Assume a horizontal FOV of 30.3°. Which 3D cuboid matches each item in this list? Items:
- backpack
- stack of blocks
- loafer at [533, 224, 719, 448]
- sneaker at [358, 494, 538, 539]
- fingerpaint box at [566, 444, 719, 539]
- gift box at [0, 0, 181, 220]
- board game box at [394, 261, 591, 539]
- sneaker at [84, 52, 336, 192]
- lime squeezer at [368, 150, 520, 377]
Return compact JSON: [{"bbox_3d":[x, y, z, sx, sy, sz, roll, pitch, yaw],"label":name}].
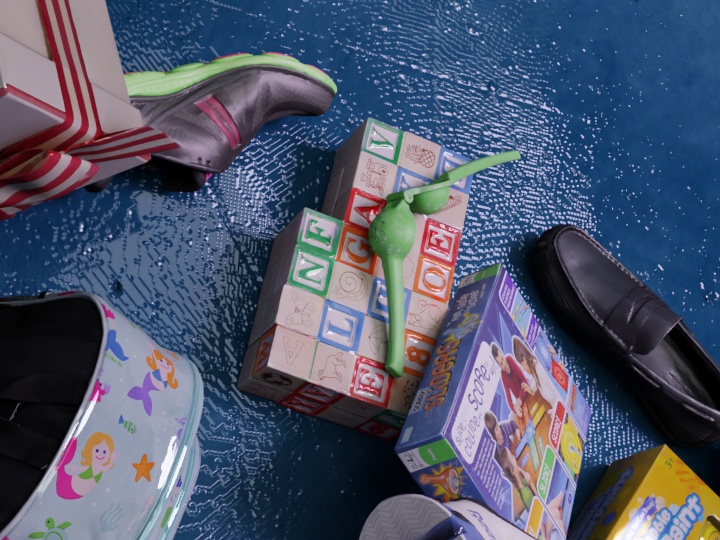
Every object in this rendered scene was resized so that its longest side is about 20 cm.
[{"bbox_3d":[-0.173,0.104,0.707,0.151,0.200,0.178,39,57,-31],"label":"backpack"},{"bbox_3d":[0.000,0.000,0.905,0.115,0.059,0.200,21,64,-17],"label":"stack of blocks"},{"bbox_3d":[0.208,0.043,0.979,0.068,0.070,0.201,-40,91,-31],"label":"loafer"},{"bbox_3d":[0.085,0.203,0.715,0.115,0.081,0.199,-5,67,-59],"label":"sneaker"},{"bbox_3d":[0.200,0.249,0.897,0.167,0.073,0.200,44,59,-5],"label":"fingerpaint box"},{"bbox_3d":[-0.225,-0.114,0.751,0.200,0.184,0.187,18,54,-67],"label":"gift box"},{"bbox_3d":[0.092,0.100,0.853,0.135,0.034,0.200,57,29,-18],"label":"board game box"},{"bbox_3d":[-0.108,-0.097,0.893,0.200,0.077,0.084,-15,96,-25],"label":"sneaker"},{"bbox_3d":[0.047,-0.030,0.882,0.071,0.038,0.200,36,59,-9],"label":"lime squeezer"}]
